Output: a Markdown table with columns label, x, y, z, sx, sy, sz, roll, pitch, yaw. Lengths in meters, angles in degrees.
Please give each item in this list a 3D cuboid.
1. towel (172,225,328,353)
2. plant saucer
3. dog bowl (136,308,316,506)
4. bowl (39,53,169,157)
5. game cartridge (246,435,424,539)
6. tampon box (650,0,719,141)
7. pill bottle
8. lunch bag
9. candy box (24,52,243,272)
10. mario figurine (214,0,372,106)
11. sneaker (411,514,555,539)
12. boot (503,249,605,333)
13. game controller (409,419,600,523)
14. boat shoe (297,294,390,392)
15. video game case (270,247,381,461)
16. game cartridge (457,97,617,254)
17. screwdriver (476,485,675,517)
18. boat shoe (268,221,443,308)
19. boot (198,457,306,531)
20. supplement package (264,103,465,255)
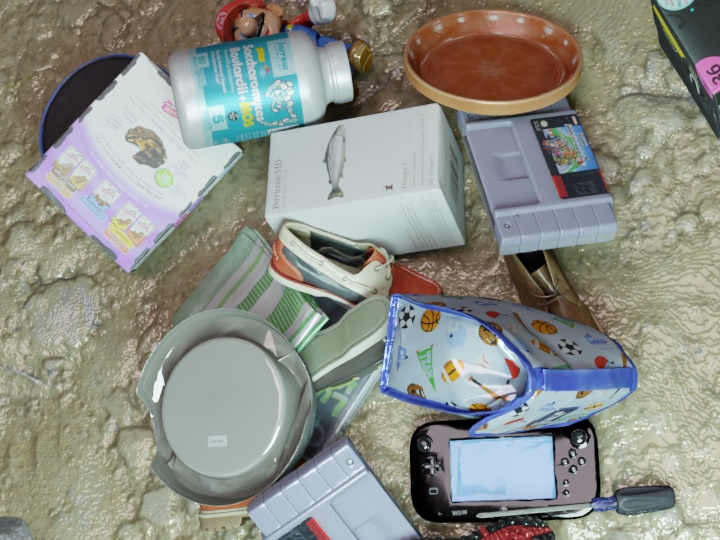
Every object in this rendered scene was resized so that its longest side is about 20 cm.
| label | x | y | z | sx | sy | sz | roll | pitch | yaw |
| --- | --- | --- | --- | --- | --- | --- | --- | --- | --- |
| towel | -0.129 | 0.053 | 1.438 | 0.153 | 0.023 | 0.200 | -50 | 43 | 6 |
| plant saucer | 0.147 | -0.230 | 1.433 | 0.198 | 0.033 | 0.201 | -1 | 40 | 1 |
| dog bowl | -0.135 | 0.143 | 1.337 | 0.198 | 0.059 | 0.202 | -4 | 78 | 20 |
| bowl | -0.316 | -0.181 | 1.621 | 0.199 | 0.039 | 0.203 | -6 | 70 | 17 |
| game cartridge | -0.009 | 0.278 | 1.289 | 0.129 | 0.038 | 0.201 | -36 | 107 | 1 |
| tampon box | 0.425 | -0.262 | 1.340 | 0.199 | 0.126 | 0.151 | -29 | 64 | 8 |
| pill bottle | -0.111 | -0.207 | 1.448 | 0.198 | 0.111 | 0.112 | -12 | 67 | -5 |
| lunch bag | 0.144 | 0.094 | 1.251 | 0.199 | 0.169 | 0.125 | 10 | 95 | 47 |
| candy box | -0.265 | -0.127 | 1.529 | 0.168 | 0.072 | 0.200 | 44 | 89 | -3 |
| mario figurine | -0.093 | -0.269 | 1.533 | 0.199 | 0.106 | 0.124 | 25 | 57 | 19 |
| sneaker | 0.100 | 0.314 | 1.257 | 0.198 | 0.096 | 0.079 | -12 | 26 | -4 |
| boot | 0.199 | 0.034 | 1.347 | 0.073 | 0.075 | 0.201 | -29 | 66 | 6 |
| game controller | 0.147 | 0.205 | 1.324 | 0.198 | 0.042 | 0.105 | -5 | 70 | 18 |
| boat shoe | -0.028 | 0.097 | 1.380 | 0.200 | 0.060 | 0.072 | -29 | 44 | 29 |
| video game case | -0.074 | 0.095 | 1.450 | 0.199 | 0.023 | 0.183 | 31 | 84 | 25 |
| game cartridge | 0.187 | -0.108 | 1.365 | 0.128 | 0.039 | 0.201 | -10 | 51 | -4 |
| screwdriver | 0.213 | 0.233 | 1.274 | 0.198 | 0.029 | 0.028 | -5 | 93 | 3 |
| boat shoe | 0.000 | 0.000 | 1.391 | 0.198 | 0.063 | 0.071 | 16 | 37 | -6 |
| boot | -0.090 | 0.211 | 1.369 | 0.198 | 0.075 | 0.108 | -12 | 87 | 17 |
| supplement package | 0.008 | -0.091 | 1.424 | 0.198 | 0.117 | 0.118 | -9 | 59 | 16 |
